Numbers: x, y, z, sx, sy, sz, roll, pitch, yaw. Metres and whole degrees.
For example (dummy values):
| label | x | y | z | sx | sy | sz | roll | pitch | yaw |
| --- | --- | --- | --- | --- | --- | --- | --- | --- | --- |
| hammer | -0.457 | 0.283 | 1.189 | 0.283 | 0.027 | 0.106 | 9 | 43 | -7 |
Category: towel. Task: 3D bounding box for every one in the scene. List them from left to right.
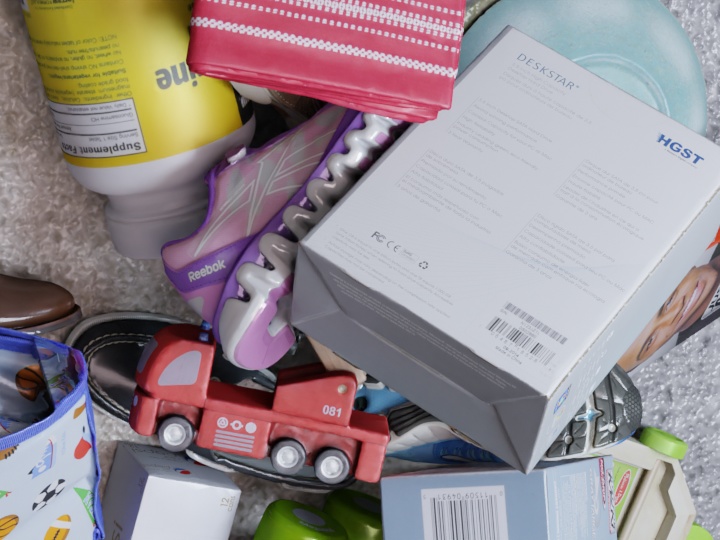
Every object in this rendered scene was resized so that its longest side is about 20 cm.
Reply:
| label | x | y | z | sx | sy | sz | roll | pitch | yaw |
| --- | --- | --- | --- | --- | --- | --- | --- | --- | --- |
| towel | -0.009 | -0.185 | 1.133 | 0.144 | 0.022 | 0.201 | 9 | 84 | -15 |

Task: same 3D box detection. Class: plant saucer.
| label | x | y | z | sx | sy | sz | roll | pitch | yaw |
| --- | --- | --- | --- | --- | --- | --- | --- | --- | --- |
| plant saucer | 0.141 | -0.087 | 1.384 | 0.200 | 0.039 | 0.202 | -5 | 105 | -21 |

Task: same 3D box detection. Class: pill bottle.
| label | x | y | z | sx | sy | sz | roll | pitch | yaw |
| --- | --- | --- | --- | --- | --- | --- | --- | --- | --- |
| pill bottle | -0.123 | -0.114 | 1.228 | 0.112 | 0.112 | 0.200 | -20 | 111 | -16 |

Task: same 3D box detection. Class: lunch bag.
| label | x | y | z | sx | sy | sz | roll | pitch | yaw |
| --- | --- | --- | --- | --- | --- | --- | --- | --- | --- |
| lunch bag | -0.244 | 0.120 | 1.209 | 0.199 | 0.124 | 0.170 | -12 | 140 | -13 |

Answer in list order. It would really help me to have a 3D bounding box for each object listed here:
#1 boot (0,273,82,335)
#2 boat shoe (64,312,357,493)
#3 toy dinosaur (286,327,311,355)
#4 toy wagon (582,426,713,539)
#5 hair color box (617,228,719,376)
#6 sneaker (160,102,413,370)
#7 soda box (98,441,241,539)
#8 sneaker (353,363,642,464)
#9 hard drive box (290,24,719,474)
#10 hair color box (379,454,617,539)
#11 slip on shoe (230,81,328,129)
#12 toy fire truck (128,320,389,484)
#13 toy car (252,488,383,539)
| label | x | y | z | sx | sy | sz | roll | pitch | yaw |
| --- | --- | --- | --- | --- | --- | --- | --- | --- | --- |
| boot | -0.243 | -0.062 | 1.224 | 0.186 | 0.064 | 0.201 | 1 | 99 | -21 |
| boat shoe | -0.085 | 0.081 | 1.324 | 0.200 | 0.060 | 0.076 | 18 | 96 | -25 |
| toy dinosaur | 0.000 | 0.000 | 1.295 | 0.135 | 0.102 | 0.200 | -11 | 111 | 2 |
| toy wagon | 0.166 | 0.177 | 1.465 | 0.200 | 0.040 | 0.156 | 20 | 96 | -26 |
| hair color box | 0.183 | 0.001 | 1.344 | 0.200 | 0.061 | 0.102 | -27 | 148 | -45 |
| sneaker | -0.037 | -0.048 | 1.185 | 0.200 | 0.088 | 0.081 | -54 | 156 | -11 |
| soda box | -0.136 | 0.212 | 1.333 | 0.064 | 0.068 | 0.201 | 12 | 99 | -25 |
| sneaker | 0.074 | 0.078 | 1.292 | 0.090 | 0.200 | 0.079 | 28 | 65 | -62 |
| hard drive box | 0.084 | -0.016 | 1.159 | 0.200 | 0.156 | 0.077 | -46 | 160 | -31 |
| hair color box | 0.087 | 0.145 | 1.307 | 0.099 | 0.200 | 0.061 | -5 | 87 | 17 |
| slip on shoe | -0.029 | -0.120 | 1.235 | 0.060 | 0.076 | 0.200 | -12 | 155 | 15 |
| toy fire truck | -0.021 | 0.044 | 1.227 | 0.199 | 0.049 | 0.141 | 12 | 100 | -4 |
| toy car | 0.016 | 0.252 | 1.315 | 0.158 | 0.200 | 0.165 | 0 | 114 | -62 |
